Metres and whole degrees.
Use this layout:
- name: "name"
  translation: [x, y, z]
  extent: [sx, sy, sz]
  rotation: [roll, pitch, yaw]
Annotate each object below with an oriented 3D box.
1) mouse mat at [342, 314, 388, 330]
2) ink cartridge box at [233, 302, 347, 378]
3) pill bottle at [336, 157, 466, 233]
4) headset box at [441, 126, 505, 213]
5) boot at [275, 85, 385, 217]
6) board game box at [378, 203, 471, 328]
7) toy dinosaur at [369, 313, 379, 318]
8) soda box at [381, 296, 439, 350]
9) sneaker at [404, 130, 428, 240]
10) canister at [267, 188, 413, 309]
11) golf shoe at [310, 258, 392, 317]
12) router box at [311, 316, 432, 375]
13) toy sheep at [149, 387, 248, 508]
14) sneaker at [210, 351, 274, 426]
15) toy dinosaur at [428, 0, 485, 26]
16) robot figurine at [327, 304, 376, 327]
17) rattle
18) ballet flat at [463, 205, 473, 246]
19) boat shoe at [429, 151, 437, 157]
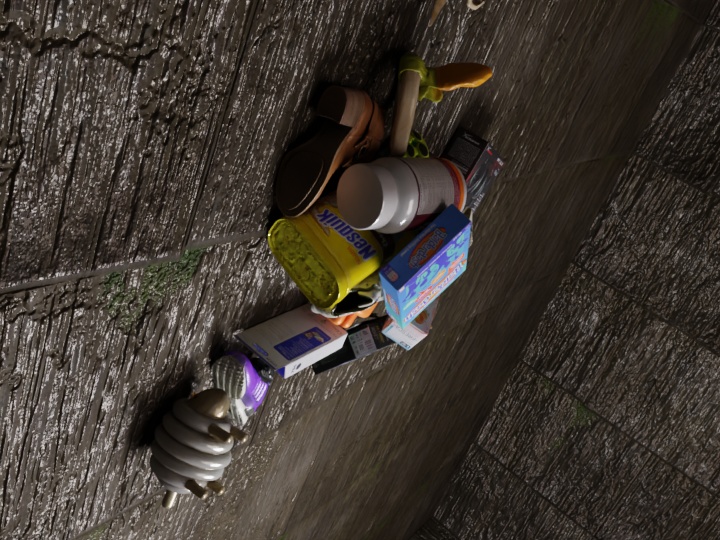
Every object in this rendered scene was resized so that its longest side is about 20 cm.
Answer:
- name: "mouse mat"
  translation: [-0.018, 0.113, 1.421]
  extent: [0.159, 0.008, 0.199]
  rotation: [-25, 174, 29]
- name: "ink cartridge box"
  translation: [-0.118, 0.120, 1.241]
  extent: [0.199, 0.099, 0.040]
  rotation: [-20, 140, -52]
- name: "pill bottle"
  translation: [0.063, -0.112, 1.097]
  extent: [0.198, 0.109, 0.111]
  rotation: [-10, 131, -48]
- name: "headset box"
  translation: [0.197, -0.169, 1.500]
  extent: [0.202, 0.077, 0.148]
  rotation: [-60, 156, 5]
- name: "boot"
  translation: [-0.038, -0.167, 1.076]
  extent: [0.155, 0.076, 0.203]
  rotation: [-3, 117, -66]
- name: "board game box"
  translation: [0.102, 0.000, 1.150]
  extent: [0.152, 0.045, 0.200]
  rotation: [-43, 162, -9]
- name: "toy dinosaur"
  translation: [0.009, 0.038, 1.456]
  extent: [0.198, 0.060, 0.108]
  rotation: [-11, 120, -48]
- name: "soda box"
  translation: [0.104, 0.042, 1.351]
  extent: [0.068, 0.063, 0.201]
  rotation: [-46, -165, 45]
- name: "sneaker"
  translation: [0.073, -0.139, 1.251]
  extent: [0.084, 0.073, 0.204]
  rotation: [149, -56, -72]
- name: "canister"
  translation: [-0.025, -0.052, 1.141]
  extent: [0.199, 0.149, 0.087]
  rotation: [-35, 174, -42]
- name: "golf shoe"
  translation: [0.018, 0.033, 1.191]
  extent: [0.198, 0.097, 0.079]
  rotation: [-22, 114, -17]
- name: "router box"
  translation: [0.015, 0.133, 1.416]
  extent: [0.156, 0.053, 0.199]
  rotation: [-16, 172, -44]
- name: "toy sheep"
  translation: [-0.256, 0.273, 1.131]
  extent: [0.202, 0.137, 0.138]
  rotation: [-64, 157, -2]
- name: "sneaker"
  translation: [-0.186, 0.172, 1.222]
  extent: [0.099, 0.069, 0.201]
  rotation: [-43, 161, -30]
- name: "toy dinosaur"
  translation: [0.145, -0.437, 1.103]
  extent: [0.101, 0.058, 0.202]
  rotation: [26, 90, -52]
- name: "robot figurine"
  translation: [0.000, 0.000, 1.290]
  extent: [0.143, 0.117, 0.201]
  rotation: [33, 92, -27]
- name: "rattle"
  translation: [0.102, -0.225, 1.140]
  extent: [0.140, 0.130, 0.203]
  rotation: [0, 112, -17]
- name: "ballet flat"
  translation: [0.176, -0.105, 1.389]
  extent: [0.200, 0.067, 0.076]
  rotation: [41, 69, -58]
- name: "boat shoe"
  translation: [0.092, -0.127, 1.365]
  extent: [0.073, 0.064, 0.202]
  rotation: [-25, 143, -51]
